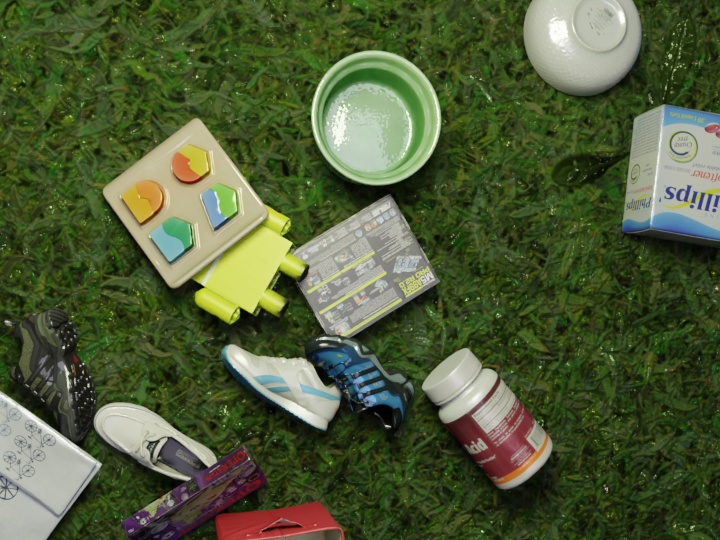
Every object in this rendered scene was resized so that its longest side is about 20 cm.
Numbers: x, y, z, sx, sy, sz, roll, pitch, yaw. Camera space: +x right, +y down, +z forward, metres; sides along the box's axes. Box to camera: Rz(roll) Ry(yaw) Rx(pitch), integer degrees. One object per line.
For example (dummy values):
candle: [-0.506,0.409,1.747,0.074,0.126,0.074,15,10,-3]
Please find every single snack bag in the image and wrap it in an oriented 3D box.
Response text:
snack bag: [-0.502,0.299,1.257,0.188,0.021,0.201,37,98,-6]

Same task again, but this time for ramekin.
ramekin: [0.017,-0.226,1.348,0.198,0.098,0.202,0,88,-10]

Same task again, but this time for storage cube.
storage cube: [-0.116,0.444,1.256,0.169,0.180,0.202,-4,88,-13]

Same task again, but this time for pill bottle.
pill bottle: [0.193,0.227,1.353,0.114,0.114,0.200,-41,94,-8]

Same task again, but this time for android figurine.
android figurine: [-0.181,-0.016,1.313,0.199,0.041,0.183,30,84,10]

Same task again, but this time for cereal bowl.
cereal bowl: [0.370,-0.391,1.421,0.198,0.083,0.203,0,88,-8]

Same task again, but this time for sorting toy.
sorting toy: [-0.262,-0.103,1.295,0.185,0.036,0.201,-38,78,-3]

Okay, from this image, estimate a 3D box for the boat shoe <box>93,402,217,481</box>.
boat shoe: [-0.303,0.260,1.293,0.199,0.066,0.072,34,83,-7]

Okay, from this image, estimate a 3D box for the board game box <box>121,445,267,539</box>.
board game box: [-0.237,0.337,1.278,0.199,0.120,0.032,-32,66,-9]

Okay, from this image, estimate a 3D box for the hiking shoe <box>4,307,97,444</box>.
hiking shoe: [-0.454,0.158,1.278,0.100,0.076,0.202,-10,96,13]

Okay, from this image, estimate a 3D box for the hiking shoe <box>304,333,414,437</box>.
hiking shoe: [-0.002,0.167,1.312,0.199,0.074,0.087,32,50,-20]

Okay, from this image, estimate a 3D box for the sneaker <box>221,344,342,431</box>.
sneaker: [-0.120,0.163,1.329,0.199,0.076,0.081,34,76,-14]

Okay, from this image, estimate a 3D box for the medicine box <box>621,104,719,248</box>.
medicine box: [0.542,-0.149,1.431,0.180,0.103,0.202,8,86,-9]

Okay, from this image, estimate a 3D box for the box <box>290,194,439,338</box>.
box: [0.000,0.000,1.365,0.199,0.044,0.161,-31,94,-9]
